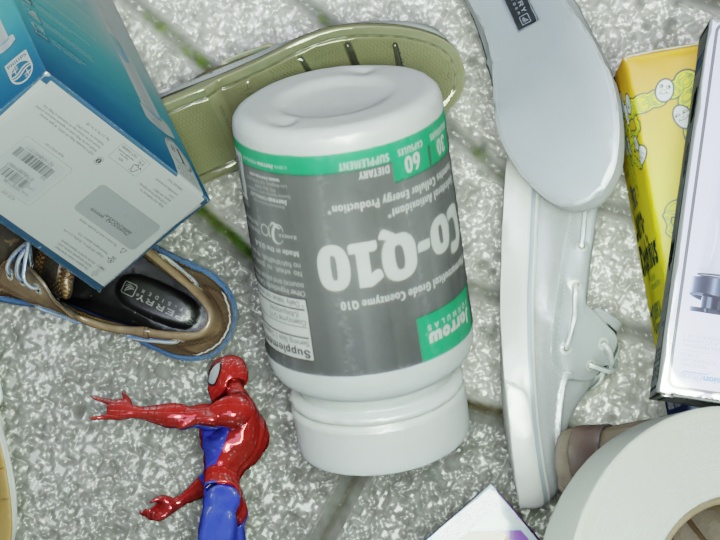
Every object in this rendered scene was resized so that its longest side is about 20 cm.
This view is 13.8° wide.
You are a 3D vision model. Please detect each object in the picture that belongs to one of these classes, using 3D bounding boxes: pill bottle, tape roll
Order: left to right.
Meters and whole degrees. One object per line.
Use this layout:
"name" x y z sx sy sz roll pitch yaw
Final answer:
"pill bottle" 0.000 0.000 1.601 0.113 0.113 0.201 -9 112 0
"tape roll" 0.183 0.169 1.501 0.202 0.037 0.203 5 78 -25

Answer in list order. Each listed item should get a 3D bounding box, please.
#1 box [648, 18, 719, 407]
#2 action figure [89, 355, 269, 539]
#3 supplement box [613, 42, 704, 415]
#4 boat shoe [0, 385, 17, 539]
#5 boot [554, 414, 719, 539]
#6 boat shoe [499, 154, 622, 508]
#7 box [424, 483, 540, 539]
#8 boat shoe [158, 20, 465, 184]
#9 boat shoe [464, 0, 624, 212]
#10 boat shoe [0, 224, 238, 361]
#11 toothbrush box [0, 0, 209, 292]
"box" 0.221 -0.023 1.555 0.116 0.060 0.201 7 84 0
"action figure" -0.100 0.138 1.640 0.099 0.065 0.200 -2 62 13
"supplement box" 0.210 -0.023 1.640 0.109 0.109 0.201 -10 85 -1
"boat shoe" -0.228 0.066 1.657 0.071 0.069 0.201 -9 106 17
"boot" 0.178 0.164 1.633 0.146 0.070 0.200 10 126 24
"boat shoe" 0.112 0.032 1.661 0.068 0.072 0.201 0 75 3
"box" 0.041 0.235 1.654 0.200 0.039 0.137 -40 86 -3
"boat shoe" -0.042 -0.098 1.665 0.199 0.068 0.075 -14 107 -2
"boat shoe" 0.099 -0.121 1.662 0.071 0.070 0.200 -27 72 12
"boat shoe" -0.163 -0.009 1.660 0.199 0.072 0.072 18 86 2
"toothbrush box" -0.181 -0.109 1.583 0.085 0.146 0.200 -38 49 13
